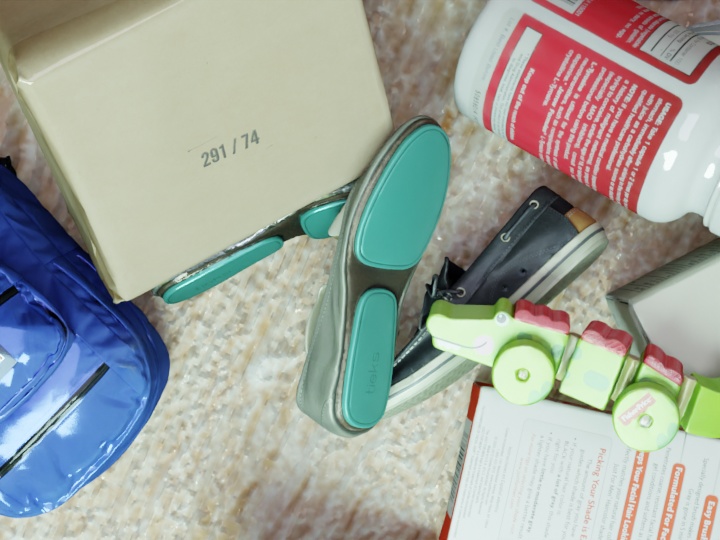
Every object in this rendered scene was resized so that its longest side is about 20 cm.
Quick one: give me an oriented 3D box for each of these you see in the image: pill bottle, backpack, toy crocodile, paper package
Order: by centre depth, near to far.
[{"bbox_3d":[-0.097,-0.111,0.910,0.199,0.191,0.104,-28,49,-10],"label":"paper package"},{"bbox_3d":[0.134,0.055,0.924,0.199,0.068,0.062,20,104,7],"label":"toy crocodile"},{"bbox_3d":[-0.225,0.053,0.951,0.162,0.168,0.200,-43,95,6],"label":"backpack"},{"bbox_3d":[0.166,-0.101,0.955,0.199,0.112,0.113,32,90,17],"label":"pill bottle"}]

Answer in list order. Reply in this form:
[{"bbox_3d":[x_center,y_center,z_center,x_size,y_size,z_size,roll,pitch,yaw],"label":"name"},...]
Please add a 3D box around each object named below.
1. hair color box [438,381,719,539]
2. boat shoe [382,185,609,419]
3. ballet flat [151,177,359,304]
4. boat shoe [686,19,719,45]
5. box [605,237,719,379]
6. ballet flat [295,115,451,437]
[{"bbox_3d":[0.159,0.147,1.007,0.198,0.064,0.112,13,89,0],"label":"hair color box"},{"bbox_3d":[0.067,0.024,0.999,0.200,0.075,0.062,-42,78,7],"label":"boat shoe"},{"bbox_3d":[-0.049,-0.044,1.002,0.199,0.072,0.072,-21,91,-2],"label":"ballet flat"},{"bbox_3d":[0.293,-0.153,1.011,0.199,0.070,0.072,0,71,0],"label":"boat shoe"},{"bbox_3d":[0.265,0.008,0.993,0.199,0.095,0.078,-27,92,1],"label":"box"},{"bbox_3d":[0.000,0.000,0.954,0.067,0.064,0.201,11,94,-42],"label":"ballet flat"}]
